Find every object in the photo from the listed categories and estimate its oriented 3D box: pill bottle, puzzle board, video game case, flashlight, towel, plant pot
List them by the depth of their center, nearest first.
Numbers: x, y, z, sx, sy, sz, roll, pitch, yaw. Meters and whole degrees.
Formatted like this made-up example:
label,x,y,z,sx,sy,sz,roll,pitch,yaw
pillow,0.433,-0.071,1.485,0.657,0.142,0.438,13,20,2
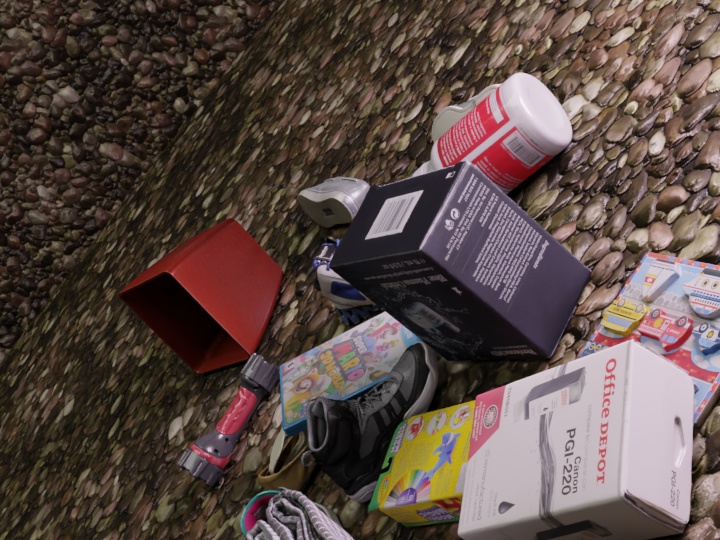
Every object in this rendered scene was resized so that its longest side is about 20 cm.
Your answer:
label,x,y,z,sx,sy,sz,roll,pitch,yaw
puzzle board,0.285,0.056,1.083,0.151,0.017,0.200,-57,23,-6
towel,-0.009,0.301,1.119,0.086,0.165,0.200,-50,22,-9
video game case,-0.012,0.122,1.483,0.198,0.018,0.144,-27,28,9
pill bottle,0.163,-0.149,1.490,0.200,0.112,0.113,-38,27,32
flashlight,-0.191,0.217,1.719,0.201,0.068,0.068,-59,22,-10
plant pot,-0.249,0.030,1.958,0.199,0.200,0.177,-20,29,52

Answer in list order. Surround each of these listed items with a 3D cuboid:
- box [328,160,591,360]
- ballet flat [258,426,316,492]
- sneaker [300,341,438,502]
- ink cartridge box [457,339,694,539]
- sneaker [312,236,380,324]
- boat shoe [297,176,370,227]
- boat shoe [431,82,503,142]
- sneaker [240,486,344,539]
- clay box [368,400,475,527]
label,x,y,z,sx,sy,sz,roll,pitch,yaw
box,0.106,-0.002,1.276,0.196,0.199,0.118,-9,47,60
ballet flat,-0.063,0.200,1.497,0.201,0.063,0.068,-60,24,-15
sneaker,0.008,0.157,1.344,0.201,0.113,0.075,-62,24,-11
ink cartridge box,0.186,0.163,1.018,0.199,0.084,0.147,-26,43,46
sneaker,0.000,0.000,1.593,0.199,0.115,0.081,-30,33,44
boat shoe,-0.038,-0.117,1.915,0.071,0.070,0.200,-41,18,-18
boat shoe,0.171,-0.214,1.661,0.061,0.074,0.200,-16,-6,-30
sneaker,-0.086,0.293,1.335,0.084,0.120,0.200,-56,22,-7
clay box,0.094,0.200,1.211,0.199,0.047,0.116,-25,36,52
